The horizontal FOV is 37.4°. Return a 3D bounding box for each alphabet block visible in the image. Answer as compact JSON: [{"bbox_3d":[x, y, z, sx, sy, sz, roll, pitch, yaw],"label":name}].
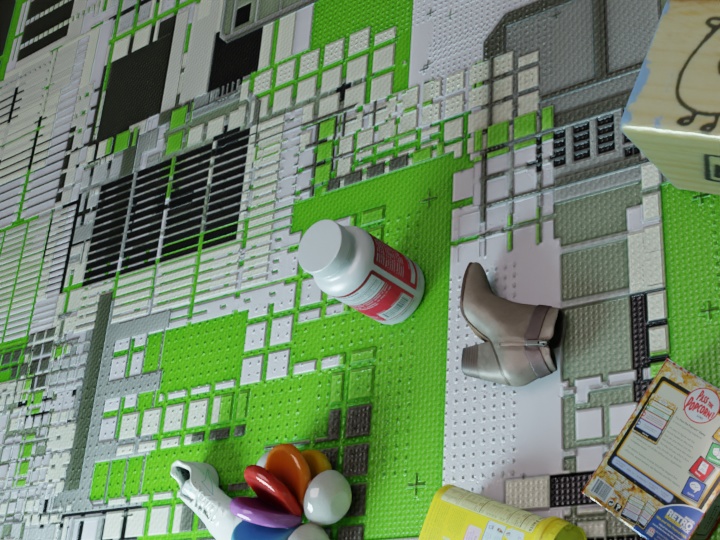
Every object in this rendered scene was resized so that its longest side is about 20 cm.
[{"bbox_3d":[0.475,-0.207,1.318,0.200,0.196,0.196,14,80,44],"label":"alphabet block"}]

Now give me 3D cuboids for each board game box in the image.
[{"bbox_3d":[0.382,0.228,1.280,0.151,0.046,0.200,35,93,46],"label":"board game box"}]

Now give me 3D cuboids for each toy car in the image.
[{"bbox_3d":[-0.125,0.354,1.586,0.175,0.150,0.200,13,78,44],"label":"toy car"}]

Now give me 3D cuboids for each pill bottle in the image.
[{"bbox_3d":[0.000,0.000,1.623,0.112,0.200,0.112,-20,57,33],"label":"pill bottle"}]

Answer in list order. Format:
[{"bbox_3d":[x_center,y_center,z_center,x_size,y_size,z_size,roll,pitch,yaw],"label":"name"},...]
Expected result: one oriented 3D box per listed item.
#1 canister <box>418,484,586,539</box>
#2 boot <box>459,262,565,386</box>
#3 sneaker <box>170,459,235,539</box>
[{"bbox_3d":[0.173,0.368,1.366,0.200,0.087,0.149,11,76,45],"label":"canister"},{"bbox_3d":[0.216,0.070,1.501,0.146,0.070,0.200,-11,63,30],"label":"boot"},{"bbox_3d":[-0.252,0.381,1.736,0.070,0.080,0.200,-54,46,3],"label":"sneaker"}]
